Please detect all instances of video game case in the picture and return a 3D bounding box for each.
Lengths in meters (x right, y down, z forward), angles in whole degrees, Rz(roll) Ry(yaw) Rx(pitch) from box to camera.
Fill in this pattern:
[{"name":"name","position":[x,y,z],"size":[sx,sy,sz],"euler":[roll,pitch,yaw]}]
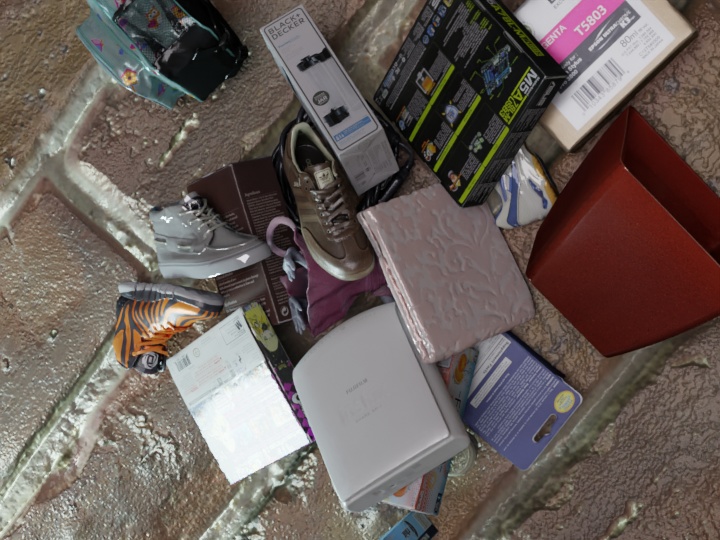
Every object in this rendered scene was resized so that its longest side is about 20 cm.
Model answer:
[{"name":"video game case","position":[-0.144,0.154,1.661],"size":[0.200,0.036,0.182],"euler":[-34,82,48]}]

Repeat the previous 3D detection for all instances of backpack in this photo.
[{"name":"backpack","position":[-0.256,-0.302,1.642],"size":[0.153,0.176,0.201],"euler":[-37,79,11]}]

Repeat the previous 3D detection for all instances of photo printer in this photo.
[{"name":"photo printer","position":[0.016,0.146,1.529],"size":[0.166,0.069,0.201],"euler":[-33,60,17]}]

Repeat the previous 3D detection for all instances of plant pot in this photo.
[{"name":"plant pot","position":[0.293,-0.027,1.484],"size":[0.200,0.200,0.176],"euler":[45,116,-8]}]

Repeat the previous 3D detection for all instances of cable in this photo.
[{"name":"cable","position":[-0.041,-0.115,1.656],"size":[0.163,0.051,0.200],"euler":[41,104,10]}]

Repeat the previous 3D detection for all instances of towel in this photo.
[{"name":"towel","position":[0.102,-0.005,1.556],"size":[0.032,0.199,0.192],"euler":[-31,82,45]}]

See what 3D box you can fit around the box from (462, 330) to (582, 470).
[{"name":"box","position":[0.157,0.133,1.625],"size":[0.200,0.032,0.122],"euler":[40,103,12]}]

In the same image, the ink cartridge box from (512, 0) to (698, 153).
[{"name":"ink cartridge box","position":[0.259,-0.261,1.549],"size":[0.200,0.075,0.165],"euler":[-44,83,15]}]

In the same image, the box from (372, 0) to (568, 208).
[{"name":"box","position":[0.119,-0.209,1.541],"size":[0.194,0.047,0.201],"euler":[51,131,25]}]

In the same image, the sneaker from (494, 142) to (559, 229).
[{"name":"sneaker","position":[0.155,-0.144,1.586],"size":[0.088,0.075,0.201],"euler":[-26,86,16]}]

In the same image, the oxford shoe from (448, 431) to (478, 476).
[{"name":"oxford shoe","position":[0.060,0.195,1.648],"size":[0.199,0.058,0.076],"euler":[23,98,28]}]

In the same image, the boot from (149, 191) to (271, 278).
[{"name":"boot","position":[-0.187,-0.046,1.603],"size":[0.199,0.073,0.096],"euler":[-5,105,47]}]

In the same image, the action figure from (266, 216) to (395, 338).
[{"name":"action figure","position":[0.000,0.000,1.617],"size":[0.199,0.134,0.150],"euler":[-20,62,-22]}]

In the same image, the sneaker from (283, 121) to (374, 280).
[{"name":"sneaker","position":[-0.044,-0.080,1.535],"size":[0.070,0.076,0.201],"euler":[-22,59,-9]}]

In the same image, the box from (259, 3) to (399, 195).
[{"name":"box","position":[-0.036,-0.200,1.582],"size":[0.060,0.117,0.201],"euler":[-31,65,-1]}]

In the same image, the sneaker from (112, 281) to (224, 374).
[{"name":"sneaker","position":[-0.239,0.075,1.678],"size":[0.199,0.077,0.113],"euler":[1,82,51]}]

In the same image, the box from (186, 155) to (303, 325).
[{"name":"box","position":[-0.134,-0.028,1.660],"size":[0.100,0.075,0.202],"euler":[-18,91,46]}]

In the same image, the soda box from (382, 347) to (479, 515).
[{"name":"soda box","position":[0.075,0.177,1.569],"size":[0.063,0.068,0.202],"euler":[11,80,31]}]

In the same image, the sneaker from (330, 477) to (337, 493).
[{"name":"sneaker","position":[-0.002,0.171,1.616],"size":[0.072,0.072,0.202],"euler":[-12,71,22]}]

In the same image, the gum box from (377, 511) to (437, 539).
[{"name":"gum box","position":[-0.010,0.377,1.618],"size":[0.200,0.170,0.045],"euler":[-44,81,15]}]
